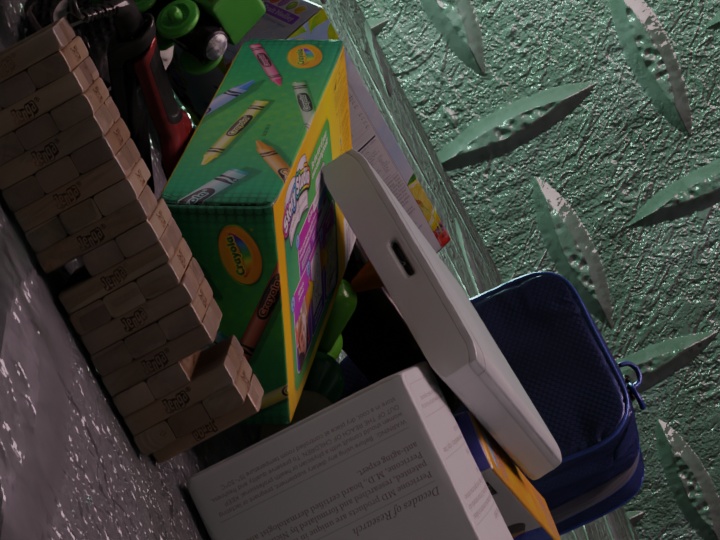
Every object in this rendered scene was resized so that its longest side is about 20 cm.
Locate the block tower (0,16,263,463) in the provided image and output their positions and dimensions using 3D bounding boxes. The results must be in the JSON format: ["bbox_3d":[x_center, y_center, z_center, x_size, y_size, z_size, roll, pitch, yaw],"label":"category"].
[{"bbox_3d":[-0.111,-0.016,0.931,0.201,0.057,0.054,61,7,-10],"label":"block tower"}]

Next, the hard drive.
[{"bbox_3d":[0.047,0.028,1.122,0.133,0.027,0.200,60,4,26],"label":"hard drive"}]

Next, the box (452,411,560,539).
[{"bbox_3d":[0.033,0.140,1.170,0.042,0.118,0.200,67,9,25],"label":"box"}]

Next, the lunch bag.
[{"bbox_3d":[0.092,0.103,1.380,0.133,0.198,0.137,70,-2,-60],"label":"lunch bag"}]

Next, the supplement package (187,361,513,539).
[{"bbox_3d":[0.019,0.160,1.008,0.201,0.117,0.117,64,6,4],"label":"supplement package"}]

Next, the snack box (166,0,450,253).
[{"bbox_3d":[-0.047,-0.095,1.366,0.168,0.068,0.201,31,-21,49],"label":"snack box"}]

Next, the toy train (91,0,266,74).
[{"bbox_3d":[-0.123,-0.158,1.046,0.199,0.056,0.042,35,-13,36],"label":"toy train"}]

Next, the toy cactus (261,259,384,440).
[{"bbox_3d":[-0.018,0.074,1.200,0.165,0.101,0.202,-74,147,-65],"label":"toy cactus"}]

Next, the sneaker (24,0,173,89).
[{"bbox_3d":[-0.127,-0.126,1.138,0.200,0.073,0.081,-84,159,-67],"label":"sneaker"}]

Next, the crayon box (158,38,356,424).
[{"bbox_3d":[-0.047,-0.025,1.074,0.200,0.058,0.120,-71,160,-60],"label":"crayon box"}]

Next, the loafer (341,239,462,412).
[{"bbox_3d":[0.000,0.000,1.298,0.201,0.073,0.072,54,39,-19],"label":"loafer"}]

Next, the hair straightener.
[{"bbox_3d":[-0.123,-0.073,1.021,0.200,0.076,0.041,74,24,-61],"label":"hair straightener"}]
